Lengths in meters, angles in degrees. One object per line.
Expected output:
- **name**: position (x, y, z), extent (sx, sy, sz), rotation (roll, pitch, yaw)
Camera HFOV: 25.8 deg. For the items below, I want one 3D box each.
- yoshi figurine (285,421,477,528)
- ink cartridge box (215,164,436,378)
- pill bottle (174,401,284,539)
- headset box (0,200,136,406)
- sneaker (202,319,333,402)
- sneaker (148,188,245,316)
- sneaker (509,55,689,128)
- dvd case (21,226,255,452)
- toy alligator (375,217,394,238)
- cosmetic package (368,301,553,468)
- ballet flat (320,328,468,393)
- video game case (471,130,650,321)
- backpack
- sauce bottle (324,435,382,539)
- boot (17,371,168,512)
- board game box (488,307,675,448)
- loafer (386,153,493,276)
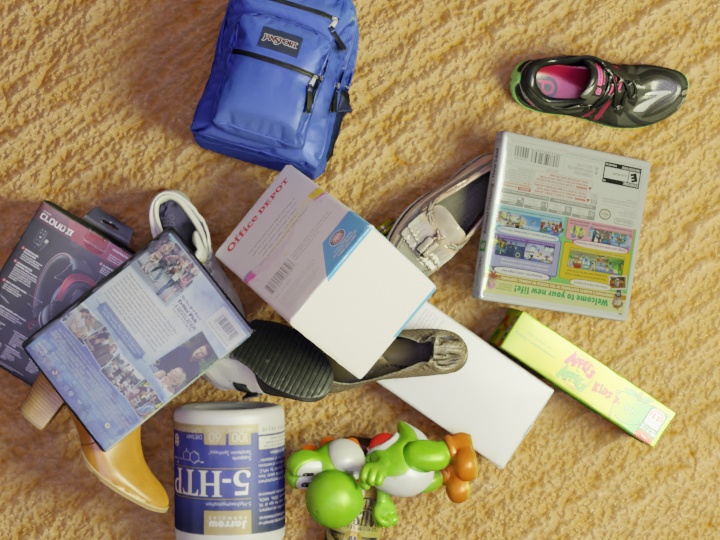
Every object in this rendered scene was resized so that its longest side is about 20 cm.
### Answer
- **yoshi figurine**: position (0.022, 0.228, 1.656), extent (0.199, 0.112, 0.113), rotation (-2, 99, -8)
- **ink cartridge box**: position (-0.044, -0.006, 1.645), extent (0.129, 0.200, 0.125), rotation (-50, 130, 0)
- **pill bottle**: position (-0.141, 0.247, 1.694), extent (0.119, 0.120, 0.201), rotation (-1, 91, -3)
- **headset box**: position (-0.319, 0.029, 1.712), extent (0.148, 0.075, 0.201), rotation (30, 89, -4)
- **sneaker**: position (-0.117, 0.098, 1.676), extent (0.199, 0.089, 0.074), rotation (22, 58, 17)
- **sneaker**: position (-0.180, 0.007, 1.700), extent (0.073, 0.116, 0.201), rotation (-25, 93, -4)
- **sneaker**: position (0.266, -0.198, 1.734), extent (0.199, 0.084, 0.077), rotation (1, 91, -3)
- **dvd case**: position (-0.229, 0.070, 1.622), extent (0.200, 0.018, 0.143), rotation (-39, 86, -5)
- **toy alligator**: position (0.000, 0.000, 1.738), extent (0.200, 0.054, 0.059), rotation (-35, 92, -2)
- **cosmetic package**: position (0.100, 0.116, 1.729), extent (0.200, 0.085, 0.108), rotation (36, 90, -3)
- **ballet flat**: position (0.015, 0.092, 1.657), extent (0.199, 0.046, 0.068), rotation (-5, 80, 17)
- **video game case**: position (0.223, -0.046, 1.728), extent (0.199, 0.022, 0.183), rotation (9, 90, -27)
- **backpack**: position (-0.079, -0.217, 1.677), extent (0.162, 0.168, 0.201), rotation (17, 83, -4)
- **sauce bottle**: position (-0.006, 0.287, 1.736), extent (0.066, 0.066, 0.201), rotation (8, 90, -3)
- **boot**: position (-0.246, 0.146, 1.654), extent (0.201, 0.071, 0.144), rotation (39, 89, -6)
- **board game box**: position (0.242, 0.116, 1.728), extent (0.199, 0.102, 0.048), rotation (34, 89, -3)
- **loafer**: position (0.100, -0.061, 1.708), extent (0.200, 0.063, 0.072), rotation (-45, 104, -22)
